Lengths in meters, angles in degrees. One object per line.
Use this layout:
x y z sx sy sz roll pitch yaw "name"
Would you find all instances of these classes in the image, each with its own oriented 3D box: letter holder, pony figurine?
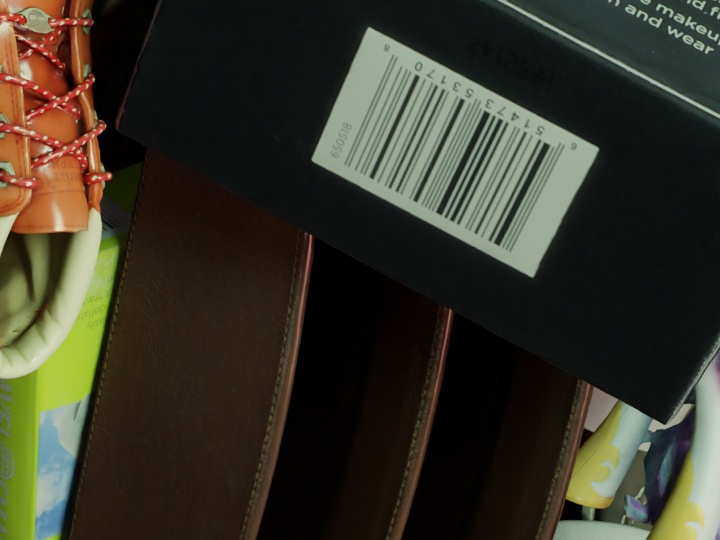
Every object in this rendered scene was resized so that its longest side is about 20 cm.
-0.007 0.046 0.985 0.100 0.142 0.201 -11 125 -42 "letter holder"
0.118 0.002 1.056 0.167 0.192 0.201 -84 -169 -76 "pony figurine"

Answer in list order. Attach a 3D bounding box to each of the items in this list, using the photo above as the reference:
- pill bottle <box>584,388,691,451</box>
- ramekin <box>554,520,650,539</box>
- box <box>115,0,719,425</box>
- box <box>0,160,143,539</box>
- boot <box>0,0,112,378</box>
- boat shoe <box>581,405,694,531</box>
0.137 -0.032 1.186 0.111 0.111 0.201 11 110 -51 "pill bottle"
0.089 0.198 1.263 0.199 0.098 0.201 -2 136 -2 "ramekin"
0.059 -0.089 0.907 0.200 0.196 0.118 -59 176 -48 "box"
-0.085 0.056 1.067 0.122 0.048 0.201 -22 133 -35 "box"
-0.104 -0.065 0.883 0.075 0.107 0.201 -8 128 -37 "boot"
0.175 0.059 1.240 0.200 0.060 0.072 -47 135 14 "boat shoe"
